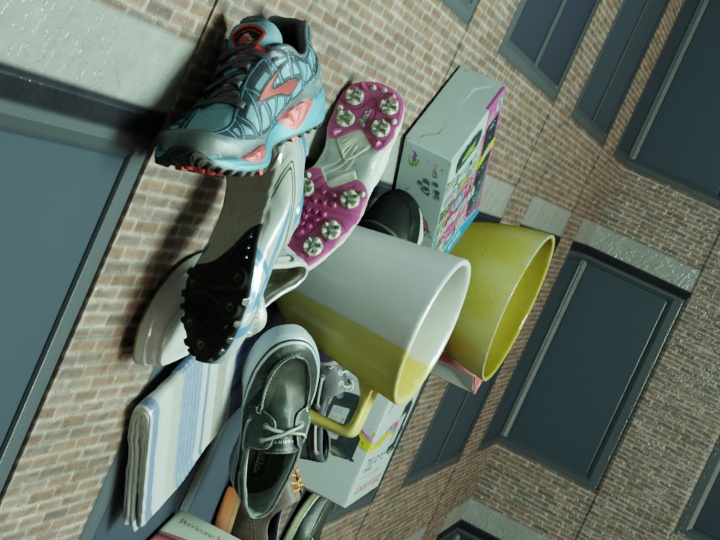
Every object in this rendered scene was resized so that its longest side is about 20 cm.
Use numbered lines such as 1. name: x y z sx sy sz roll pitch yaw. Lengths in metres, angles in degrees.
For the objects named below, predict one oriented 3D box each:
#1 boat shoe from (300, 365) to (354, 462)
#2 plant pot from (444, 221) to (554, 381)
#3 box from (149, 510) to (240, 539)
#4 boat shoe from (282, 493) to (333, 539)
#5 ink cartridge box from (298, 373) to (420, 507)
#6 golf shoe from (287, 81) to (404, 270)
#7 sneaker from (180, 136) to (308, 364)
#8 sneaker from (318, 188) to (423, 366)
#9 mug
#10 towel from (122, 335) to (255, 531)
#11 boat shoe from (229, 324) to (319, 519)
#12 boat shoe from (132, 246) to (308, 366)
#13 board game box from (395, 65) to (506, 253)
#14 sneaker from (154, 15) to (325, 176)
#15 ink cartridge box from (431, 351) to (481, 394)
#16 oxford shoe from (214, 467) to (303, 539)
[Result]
1. boat shoe: -0.033 0.116 1.684 0.073 0.063 0.200 -30 143 -65
2. plant pot: 0.136 0.017 1.959 0.200 0.142 0.200 -57 165 -25
3. box: -0.172 0.331 1.421 0.200 0.128 0.109 -44 154 -56
4. boat shoe: -0.074 0.368 1.957 0.201 0.066 0.072 -61 165 -14
5. ink cartridge box: 0.005 0.167 1.863 0.200 0.083 0.146 -68 166 10
6. golf shoe: -0.019 -0.071 1.402 0.200 0.075 0.092 -58 168 -19
7. sneaker: -0.081 -0.022 1.194 0.072 0.072 0.201 30 72 -50
8. sneaker: 0.000 0.000 1.592 0.200 0.076 0.088 -62 160 -11
9. mug: -0.005 0.040 1.470 0.187 0.153 0.150 -55 164 -30
10. towel: -0.146 0.116 1.361 0.200 0.024 0.147 -51 159 -48
11. boat shoe: -0.073 0.142 1.429 0.071 0.072 0.200 -114 -150 -50
12. boat shoe: -0.105 0.024 1.250 0.200 0.069 0.071 -43 155 -50
13. board game box: 0.092 -0.105 1.758 0.148 0.064 0.200 -52 162 -39
14. sneaker: -0.087 -0.129 1.095 0.200 0.079 0.096 -49 143 -61
15. ink cartridge box: 0.150 0.051 2.116 0.200 0.116 0.068 -58 164 -22
16. oxford shoe: -0.084 0.200 1.618 0.071 0.073 0.200 -31 143 -65
